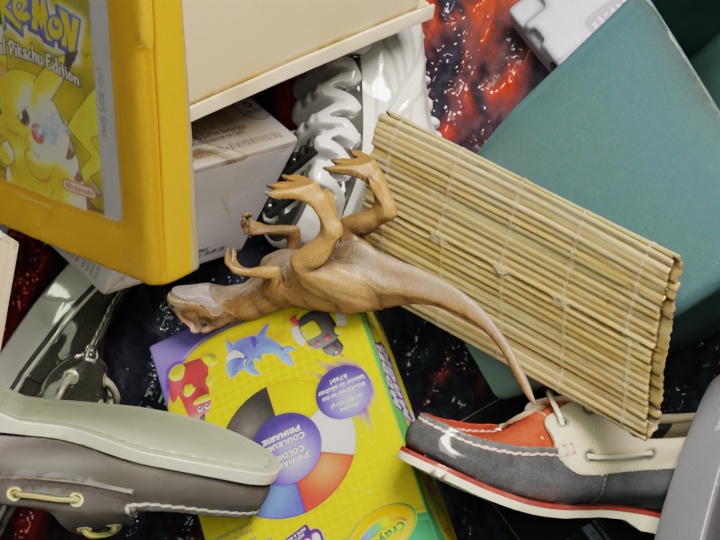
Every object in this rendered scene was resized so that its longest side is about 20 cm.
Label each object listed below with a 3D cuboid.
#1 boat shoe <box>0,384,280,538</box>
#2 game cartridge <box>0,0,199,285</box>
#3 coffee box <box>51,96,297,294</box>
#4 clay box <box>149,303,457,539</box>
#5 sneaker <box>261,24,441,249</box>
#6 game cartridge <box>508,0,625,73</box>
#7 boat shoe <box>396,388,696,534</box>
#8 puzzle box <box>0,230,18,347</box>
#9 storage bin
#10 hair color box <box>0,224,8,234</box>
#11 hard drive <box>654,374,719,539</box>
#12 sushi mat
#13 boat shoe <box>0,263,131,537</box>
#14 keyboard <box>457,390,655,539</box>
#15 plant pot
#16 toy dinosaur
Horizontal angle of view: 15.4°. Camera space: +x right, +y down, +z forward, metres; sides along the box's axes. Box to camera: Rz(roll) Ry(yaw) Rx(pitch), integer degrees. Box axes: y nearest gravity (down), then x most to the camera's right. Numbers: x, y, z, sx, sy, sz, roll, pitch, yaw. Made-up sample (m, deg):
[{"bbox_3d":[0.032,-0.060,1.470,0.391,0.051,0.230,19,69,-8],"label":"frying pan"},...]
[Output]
[{"bbox_3d":[-0.141,0.097,1.304,0.201,0.072,0.061,11,101,2],"label":"boat shoe"},{"bbox_3d":[-0.148,-0.108,1.238,0.176,0.200,0.032,20,34,41],"label":"game cartridge"},{"bbox_3d":[-0.148,-0.088,1.369,0.200,0.114,0.080,41,121,20],"label":"coffee box"},{"bbox_3d":[-0.024,0.105,1.333,0.115,0.048,0.200,-26,59,10],"label":"clay box"},{"bbox_3d":[0.007,-0.092,1.412,0.081,0.075,0.200,21,67,-21],"label":"sneaker"},{"bbox_3d":[0.191,-0.101,1.412,0.133,0.041,0.200,-37,76,-2],"label":"game cartridge"},{"bbox_3d":[0.108,0.089,1.308,0.200,0.071,0.063,12,101,-30],"label":"boat shoe"},{"bbox_3d":[-0.257,0.055,1.283,0.200,0.025,0.133,-11,60,32],"label":"puzzle box"},{"bbox_3d":[-0.095,-0.181,1.324,0.200,0.094,0.199,-27,52,-37],"label":"storage bin"},{"bbox_3d":[-0.256,0.043,1.366,0.061,0.099,0.200,27,77,-25],"label":"hair color box"},{"bbox_3d":[0.194,0.157,1.304,0.042,0.135,0.200,0,69,47],"label":"hard drive"},{"bbox_3d":[0.073,-0.001,1.283,0.012,0.096,0.200,-17,34,-41],"label":"sushi mat"},{"bbox_3d":[-0.161,0.064,1.380,0.064,0.071,0.200,34,82,2],"label":"boat shoe"},{"bbox_3d":[0.104,0.157,1.339,0.127,0.021,0.200,-27,72,-35],"label":"keyboard"},{"bbox_3d":[0.139,-0.026,1.317,0.200,0.141,0.141,-40,72,32],"label":"plant pot"},{"bbox_3d":[0.000,0.000,1.317,0.200,0.060,0.106,3,114,28],"label":"toy dinosaur"}]
